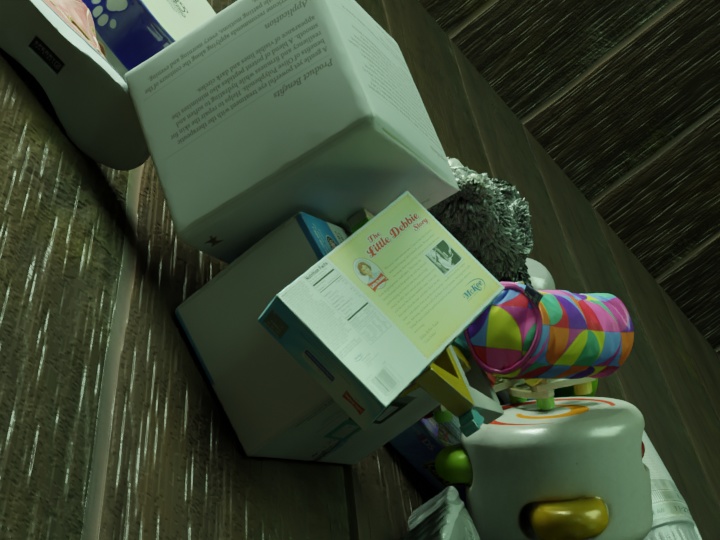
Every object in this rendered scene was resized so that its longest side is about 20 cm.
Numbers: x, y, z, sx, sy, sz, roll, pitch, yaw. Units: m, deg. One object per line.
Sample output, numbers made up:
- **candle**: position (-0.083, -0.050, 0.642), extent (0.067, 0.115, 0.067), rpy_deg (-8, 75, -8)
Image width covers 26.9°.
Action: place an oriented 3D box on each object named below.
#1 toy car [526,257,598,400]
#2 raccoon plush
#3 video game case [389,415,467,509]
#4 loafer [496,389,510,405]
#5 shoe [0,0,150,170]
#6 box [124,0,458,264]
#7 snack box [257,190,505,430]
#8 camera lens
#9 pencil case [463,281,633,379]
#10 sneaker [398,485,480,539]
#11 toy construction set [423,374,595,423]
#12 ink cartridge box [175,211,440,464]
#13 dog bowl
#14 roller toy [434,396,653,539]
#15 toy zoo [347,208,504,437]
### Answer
- **toy car**: position (0.181, 0.097, 1.765), extent (0.200, 0.177, 0.149), rpy_deg (39, 34, 29)
- **raccoon plush**: position (0.141, -0.028, 1.552), extent (0.201, 0.097, 0.134), rpy_deg (50, 12, 10)
- **video game case**: position (0.096, 0.156, 1.584), extent (0.200, 0.045, 0.182), rpy_deg (46, 28, -24)
- **loafer**: position (0.094, 0.091, 1.551), extent (0.200, 0.063, 0.072), rpy_deg (48, -5, -28)
- **shoe**: position (-0.244, -0.180, 1.325), extent (0.200, 0.071, 0.091), rpy_deg (48, 22, -3)
- **box**: position (-0.056, -0.118, 1.298), extent (0.200, 0.198, 0.173), rpy_deg (30, 35, -60)
- **snack box**: position (0.021, 0.025, 1.171), extent (0.116, 0.037, 0.200), rpy_deg (45, 42, 5)
- **camera lens**: position (0.279, 0.264, 1.715), extent (0.160, 0.159, 0.201), rpy_deg (30, 28, -53)
- **pencil case**: position (0.170, 0.052, 1.345), extent (0.199, 0.088, 0.089), rpy_deg (11, 44, -55)
- **sneaker**: position (0.080, 0.253, 1.336), extent (0.082, 0.075, 0.200), rpy_deg (51, 16, 1)
- **toy construction set**: position (0.117, 0.101, 1.446), extent (0.198, 0.130, 0.094), rpy_deg (5, 87, -38)
- **ink cartridge box**: position (-0.027, 0.065, 1.295), extent (0.148, 0.145, 0.199), rpy_deg (60, 17, 21)
- **dog bowl**: position (-0.214, -0.249, 1.540), extent (0.200, 0.078, 0.201), rpy_deg (48, 17, -20)
- **roller toy**: position (0.191, 0.205, 1.448), extent (0.181, 0.199, 0.142), rpy_deg (-10, 95, -39)
- **toy zoo**: position (0.060, 0.052, 1.269), extent (0.131, 0.020, 0.202), rpy_deg (34, 27, -51)
